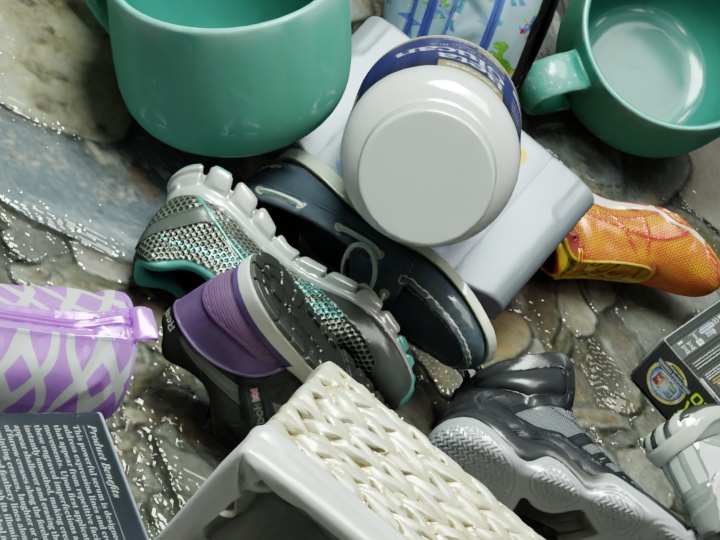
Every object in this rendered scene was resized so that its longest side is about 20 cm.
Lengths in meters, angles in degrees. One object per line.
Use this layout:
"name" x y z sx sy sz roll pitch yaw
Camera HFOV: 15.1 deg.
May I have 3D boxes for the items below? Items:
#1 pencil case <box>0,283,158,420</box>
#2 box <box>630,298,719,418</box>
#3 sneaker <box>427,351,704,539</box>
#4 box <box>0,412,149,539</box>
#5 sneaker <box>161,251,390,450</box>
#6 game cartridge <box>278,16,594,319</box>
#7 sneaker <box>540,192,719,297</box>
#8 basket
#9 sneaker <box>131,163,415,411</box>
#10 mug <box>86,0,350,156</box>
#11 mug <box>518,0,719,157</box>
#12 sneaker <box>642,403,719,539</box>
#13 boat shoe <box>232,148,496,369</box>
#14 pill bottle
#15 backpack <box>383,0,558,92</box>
"pencil case" -0.218 0.036 1.492 0.199 0.086 0.084 8 47 -36
"box" 0.300 0.087 1.913 0.160 0.044 0.200 49 39 9
"sneaker" 0.137 0.119 1.717 0.199 0.076 0.114 28 42 -13
"box" -0.224 0.152 1.323 0.199 0.149 0.107 3 52 -39
"sneaker" -0.043 0.085 1.614 0.200 0.087 0.076 56 19 -20
"game cartridge" 0.043 -0.065 1.810 0.200 0.042 0.133 39 58 5
"sneaker" 0.160 -0.017 1.890 0.199 0.073 0.077 21 57 -13
"basket" -0.001 0.166 1.510 0.200 0.136 0.123 39 36 -2
"sneaker" -0.058 0.029 1.660 0.200 0.078 0.091 39 54 2
"mug" -0.087 -0.152 1.735 0.151 0.115 0.185 -14 38 -13
"mug" 0.206 -0.164 2.005 0.184 0.114 0.153 15 75 -9
"sneaker" 0.273 0.147 1.747 0.199 0.075 0.116 -1 59 -39
"boat shoe" 0.000 0.000 1.714 0.200 0.075 0.062 43 53 17
"pill bottle" 0.044 -0.077 1.674 0.111 0.111 0.200 36 13 -6
"backpack" 0.080 -0.205 1.886 0.153 0.200 0.164 28 40 -14
